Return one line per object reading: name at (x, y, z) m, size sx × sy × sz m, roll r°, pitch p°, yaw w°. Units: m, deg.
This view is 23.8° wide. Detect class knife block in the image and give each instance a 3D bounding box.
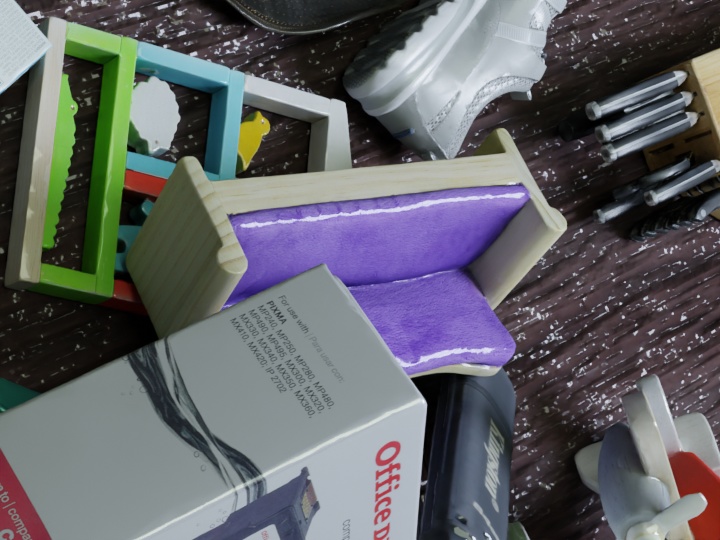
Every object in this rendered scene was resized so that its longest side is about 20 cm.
knife block at (0.204, -0.105, 1.023) m, size 0.175 × 0.064 × 0.201 m, roll 29°, pitch 64°, yaw -26°

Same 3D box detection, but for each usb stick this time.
usb stick at (0.053, 0.096, 0.827) m, size 0.200 × 0.032 × 0.056 m, roll -73°, pitch 142°, yaw -66°

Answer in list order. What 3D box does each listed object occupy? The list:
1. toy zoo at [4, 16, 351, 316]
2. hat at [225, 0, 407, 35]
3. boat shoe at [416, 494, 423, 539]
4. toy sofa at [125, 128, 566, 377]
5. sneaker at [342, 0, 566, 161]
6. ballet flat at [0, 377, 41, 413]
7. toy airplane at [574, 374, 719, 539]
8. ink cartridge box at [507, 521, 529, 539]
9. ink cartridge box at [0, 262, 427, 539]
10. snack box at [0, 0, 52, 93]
toy zoo at (-0.073, -0.037, 0.844) m, size 0.199 × 0.020 × 0.132 m, roll 14°, pitch 72°, yaw -31°
hat at (-0.018, -0.225, 0.885) m, size 0.200 × 0.081 × 0.202 m, roll 10°, pitch 69°, yaw -27°
boat shoe at (-0.001, 0.147, 0.821) m, size 0.073 × 0.075 × 0.201 m, roll -9°, pitch 68°, yaw -19°
toy sofa at (0.000, 0.000, 0.804) m, size 0.199 × 0.083 × 0.098 m, roll -8°, pitch 59°, yaw -35°
sneaker at (0.075, -0.134, 0.947) m, size 0.200 × 0.075 × 0.082 m, roll -44°, pitch 111°, yaw -22°
ballet flat at (-0.181, 0.065, 0.712) m, size 0.200 × 0.068 × 0.067 m, roll 35°, pitch 99°, yaw -30°
toy airplane at (0.166, 0.155, 0.884) m, size 0.141 × 0.199 × 0.200 m, roll -34°, pitch 89°, yaw -9°
ink cartridge box at (0.093, 0.208, 0.800) m, size 0.048 × 0.200 × 0.146 m, roll -22°, pitch 93°, yaw 1°
ink cartridge box at (-0.077, 0.106, 0.696) m, size 0.199 × 0.145 × 0.084 m, roll -25°, pitch 55°, yaw -20°
snack box at (-0.239, -0.078, 0.730) m, size 0.116 × 0.037 × 0.200 m, roll 50°, pitch 57°, yaw -15°
